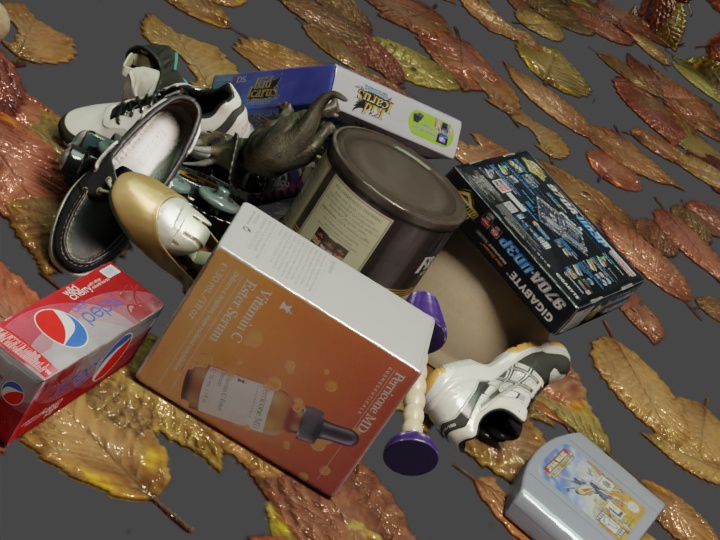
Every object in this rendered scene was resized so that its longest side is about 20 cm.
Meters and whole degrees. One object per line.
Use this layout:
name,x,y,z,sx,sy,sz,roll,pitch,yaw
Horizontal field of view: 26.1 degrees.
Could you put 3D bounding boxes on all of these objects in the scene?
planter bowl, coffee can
planter bowl,0.132,0.018,1.683,0.200,0.135,0.200,27,26,-14
coffee can,-0.013,-0.016,1.483,0.146,0.200,0.146,27,25,-14

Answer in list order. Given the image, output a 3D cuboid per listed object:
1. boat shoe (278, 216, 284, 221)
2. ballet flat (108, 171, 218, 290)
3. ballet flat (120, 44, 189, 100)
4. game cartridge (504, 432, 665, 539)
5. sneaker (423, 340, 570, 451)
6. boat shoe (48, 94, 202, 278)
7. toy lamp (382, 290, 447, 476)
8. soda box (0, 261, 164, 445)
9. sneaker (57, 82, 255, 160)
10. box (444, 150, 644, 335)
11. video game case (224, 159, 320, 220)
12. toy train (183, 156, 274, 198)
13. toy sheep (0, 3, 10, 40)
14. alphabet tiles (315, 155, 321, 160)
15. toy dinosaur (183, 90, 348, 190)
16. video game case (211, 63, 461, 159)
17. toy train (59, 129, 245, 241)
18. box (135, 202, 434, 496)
boat shoe,0.000,0.000,1.606,0.200,0.066,0.070,42,-2,15
ballet flat,-0.145,-0.019,1.392,0.200,0.063,0.069,51,51,-39
ballet flat,-0.234,-0.204,1.733,0.068,0.068,0.200,13,20,-19
game cartridge,0.218,0.227,1.525,0.133,0.042,0.200,43,26,11
sneaker,0.145,0.131,1.564,0.200,0.076,0.088,-14,62,-38
boat shoe,-0.209,-0.080,1.406,0.074,0.060,0.200,41,64,-8
toy lamp,0.053,0.099,1.469,0.058,0.058,0.200,25,39,-19
soda box,-0.236,0.061,1.223,0.063,0.070,0.200,38,24,7
sneaker,-0.208,-0.157,1.563,0.200,0.080,0.074,-2,52,3
box,0.187,-0.034,1.620,0.200,0.046,0.159,50,33,16
video game case,-0.015,-0.078,1.654,0.200,0.181,0.036,8,77,-44
toy train,-0.180,-0.121,1.611,0.200,0.034,0.046,24,8,24
toy sheep,-0.432,-0.278,1.542,0.200,0.138,0.138,26,21,19
alphabet tiles,-0.023,-0.121,1.783,0.195,0.015,0.200,7,11,-33
toy dinosaur,-0.072,-0.119,1.470,0.102,0.200,0.077,-43,114,-32
video game case,-0.029,-0.159,1.610,0.181,0.046,0.200,20,-11,-40
toy train,-0.200,-0.074,1.515,0.200,0.085,0.114,25,14,-16
box,-0.062,0.067,1.329,0.200,0.152,0.106,32,24,-4
